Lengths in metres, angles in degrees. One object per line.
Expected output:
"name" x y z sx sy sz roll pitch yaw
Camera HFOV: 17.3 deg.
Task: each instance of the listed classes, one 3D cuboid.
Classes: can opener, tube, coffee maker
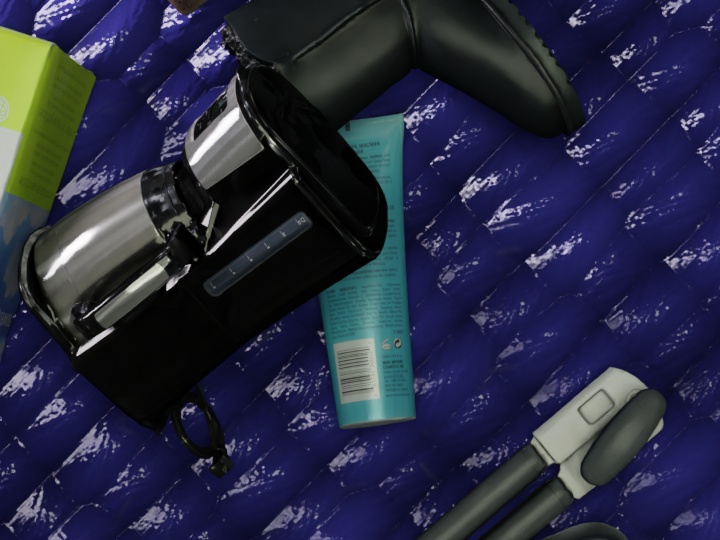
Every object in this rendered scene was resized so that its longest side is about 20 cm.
"can opener" 0.113 0.139 1.520 0.200 0.067 0.053 -40 89 -2
"tube" 0.000 0.000 1.536 0.077 0.050 0.202 -5 84 -5
"coffee maker" -0.080 -0.004 1.474 0.199 0.135 0.192 -34 131 19

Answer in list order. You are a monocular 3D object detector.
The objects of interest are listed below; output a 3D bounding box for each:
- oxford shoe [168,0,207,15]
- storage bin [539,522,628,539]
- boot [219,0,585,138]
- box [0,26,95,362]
"oxford shoe" -0.051 -0.238 1.539 0.199 0.071 0.073 -29 122 -8
"storage bin" 0.101 0.256 1.464 0.199 0.134 0.146 -22 110 -2
"boot" 0.025 -0.125 1.520 0.168 0.076 0.201 -38 84 -4
"box" -0.229 -0.044 1.493 0.047 0.122 0.202 18 88 7
